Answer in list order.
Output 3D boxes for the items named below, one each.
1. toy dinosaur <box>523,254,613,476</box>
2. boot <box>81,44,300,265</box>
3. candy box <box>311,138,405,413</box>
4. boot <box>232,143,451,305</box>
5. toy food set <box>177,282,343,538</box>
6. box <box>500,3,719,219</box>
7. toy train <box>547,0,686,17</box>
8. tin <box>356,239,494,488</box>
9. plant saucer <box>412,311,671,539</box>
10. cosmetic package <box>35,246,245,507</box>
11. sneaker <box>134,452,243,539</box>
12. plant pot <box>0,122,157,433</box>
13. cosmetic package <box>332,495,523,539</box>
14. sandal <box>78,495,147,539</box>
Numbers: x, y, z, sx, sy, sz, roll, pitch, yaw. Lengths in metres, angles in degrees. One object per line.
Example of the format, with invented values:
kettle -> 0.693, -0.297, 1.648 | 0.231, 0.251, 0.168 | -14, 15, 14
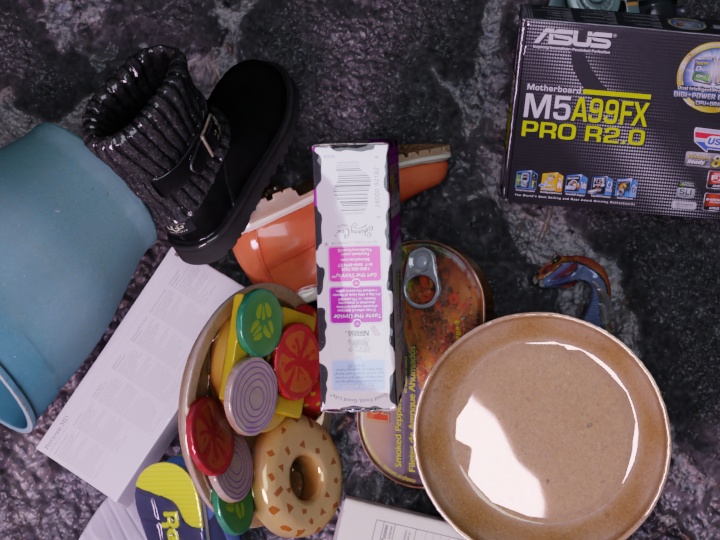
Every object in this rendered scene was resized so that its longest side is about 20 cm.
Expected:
toy dinosaur -> 0.174, 0.085, 1.536 | 0.105, 0.200, 0.182 | 4, 54, 27
boot -> -0.128, -0.127, 1.463 | 0.079, 0.158, 0.211 | -8, 46, 29
candy box -> 0.000, 0.000, 1.432 | 0.061, 0.136, 0.200 | -2, 94, 5
boot -> -0.008, -0.038, 1.538 | 0.200, 0.075, 0.107 | -23, 100, -5
toy food set -> -0.074, 0.109, 1.463 | 0.049, 0.198, 0.200 | 3, 81, 34
box -> 0.220, -0.128, 1.521 | 0.200, 0.044, 0.160 | 5, 116, -1
toy train -> 0.209, -0.276, 1.557 | 0.114, 0.085, 0.200 | -8, 85, -11
tin -> 0.053, 0.076, 1.517 | 0.112, 0.042, 0.200 | 0, 89, 17
plant saucer -> 0.142, 0.128, 1.449 | 0.200, 0.035, 0.200 | 2, 98, 13
cosmetic package -> -0.170, 0.086, 1.516 | 0.083, 0.051, 0.200 | 32, 82, 11
sneaker -> -0.124, 0.236, 1.497 | 0.074, 0.082, 0.200 | 2, 107, 22
plant pot -> -0.270, -0.008, 1.471 | 0.200, 0.200, 0.188 | 41, 69, 3
cosmetic package -> 0.071, 0.253, 1.502 | 0.200, 0.071, 0.105 | 15, 85, 0
sandal -> -0.215, 0.269, 1.504 | 0.079, 0.059, 0.207 | 27, 63, 12
